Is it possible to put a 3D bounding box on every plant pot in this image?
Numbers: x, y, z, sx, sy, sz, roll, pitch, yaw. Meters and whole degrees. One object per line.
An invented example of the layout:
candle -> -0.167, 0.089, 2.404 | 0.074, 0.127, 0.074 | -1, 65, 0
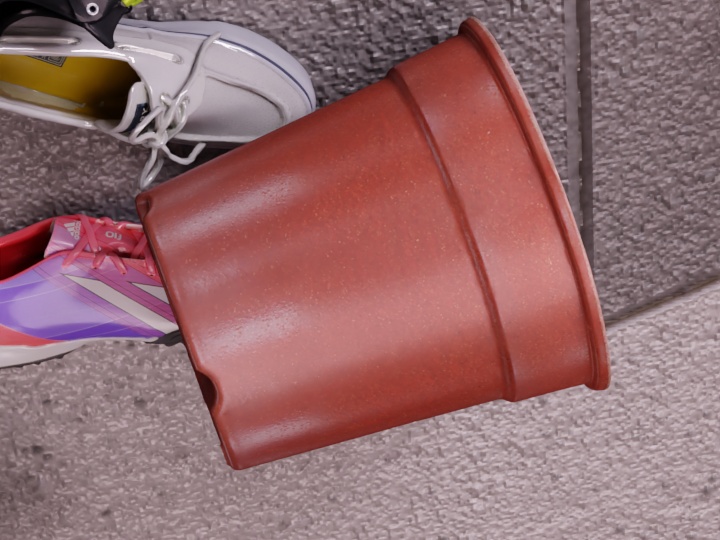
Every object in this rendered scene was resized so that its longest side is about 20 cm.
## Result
plant pot -> 0.000, 0.000, 1.342 | 0.194, 0.201, 0.201 | -20, 132, -4

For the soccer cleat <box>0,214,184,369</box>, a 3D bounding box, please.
soccer cleat -> -0.131, 0.000, 1.428 | 0.199, 0.068, 0.073 | -10, 124, 0

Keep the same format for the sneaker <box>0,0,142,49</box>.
sneaker -> -0.114, -0.148, 1.278 | 0.199, 0.083, 0.072 | -11, 173, 8

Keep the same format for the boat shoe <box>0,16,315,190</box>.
boat shoe -> -0.113, -0.087, 1.338 | 0.201, 0.086, 0.075 | 16, 126, -23
